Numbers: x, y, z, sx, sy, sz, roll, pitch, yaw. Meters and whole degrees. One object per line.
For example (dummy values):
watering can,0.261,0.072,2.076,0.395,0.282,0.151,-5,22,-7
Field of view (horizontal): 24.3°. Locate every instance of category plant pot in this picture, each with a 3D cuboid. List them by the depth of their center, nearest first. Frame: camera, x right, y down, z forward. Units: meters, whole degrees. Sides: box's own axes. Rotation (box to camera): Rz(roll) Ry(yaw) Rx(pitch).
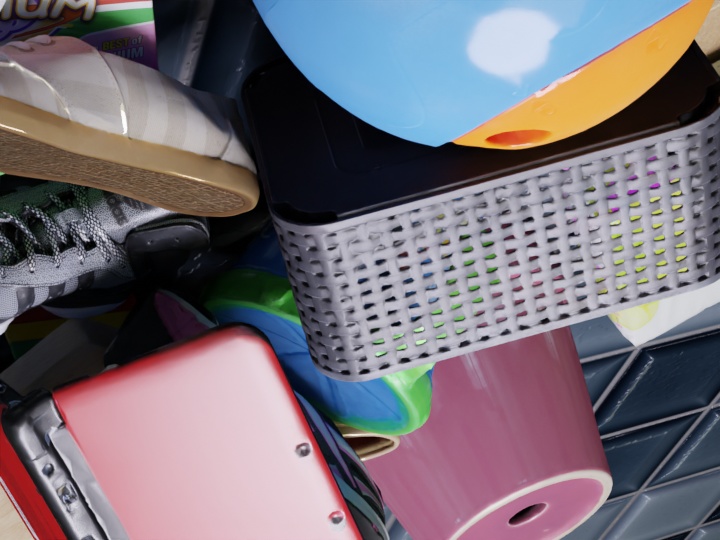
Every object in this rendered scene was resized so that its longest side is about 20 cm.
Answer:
plant pot,0.069,0.091,1.099,0.199,0.180,0.200,-20,152,-11

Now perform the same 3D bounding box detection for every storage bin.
storage bin,0.057,-0.047,0.759,0.199,0.136,0.094,-15,129,-2

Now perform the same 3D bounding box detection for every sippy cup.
sippy cup,0.000,0.000,0.914,0.131,0.177,0.140,-61,157,-20

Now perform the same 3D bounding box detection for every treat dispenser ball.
treat dispenser ball,0.048,-0.147,0.649,0.200,0.202,0.201,-20,152,-11

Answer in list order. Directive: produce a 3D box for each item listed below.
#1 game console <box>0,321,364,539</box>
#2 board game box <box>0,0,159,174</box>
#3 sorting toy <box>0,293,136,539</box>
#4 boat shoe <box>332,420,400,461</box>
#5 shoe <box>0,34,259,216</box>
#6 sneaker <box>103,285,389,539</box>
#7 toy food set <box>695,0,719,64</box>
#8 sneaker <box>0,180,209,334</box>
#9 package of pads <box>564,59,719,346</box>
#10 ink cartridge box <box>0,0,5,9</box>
game console,-0.103,0.109,0.859,0.118,0.172,0.201,-36,122,-21
board game box,-0.164,-0.113,0.696,0.152,0.040,0.200,-20,152,-14
sorting toy,-0.179,0.088,0.996,0.200,0.070,0.198,-37,151,19
boat shoe,-0.070,0.109,0.976,0.199,0.069,0.074,-22,152,-10
shoe,-0.123,-0.068,0.717,0.070,0.054,0.199,-6,166,41
sneaker,-0.059,0.090,0.908,0.080,0.200,0.086,-34,-168,16
toy food set,0.203,-0.125,0.985,0.197,0.049,0.200,-20,151,-14
sneaker,-0.143,-0.021,0.794,0.113,0.076,0.200,-29,172,25
package of pads,0.203,-0.040,1.003,0.154,0.068,0.200,-29,152,2
ink cartridge box,-0.151,-0.186,0.467,0.145,0.147,0.200,3,140,-42
